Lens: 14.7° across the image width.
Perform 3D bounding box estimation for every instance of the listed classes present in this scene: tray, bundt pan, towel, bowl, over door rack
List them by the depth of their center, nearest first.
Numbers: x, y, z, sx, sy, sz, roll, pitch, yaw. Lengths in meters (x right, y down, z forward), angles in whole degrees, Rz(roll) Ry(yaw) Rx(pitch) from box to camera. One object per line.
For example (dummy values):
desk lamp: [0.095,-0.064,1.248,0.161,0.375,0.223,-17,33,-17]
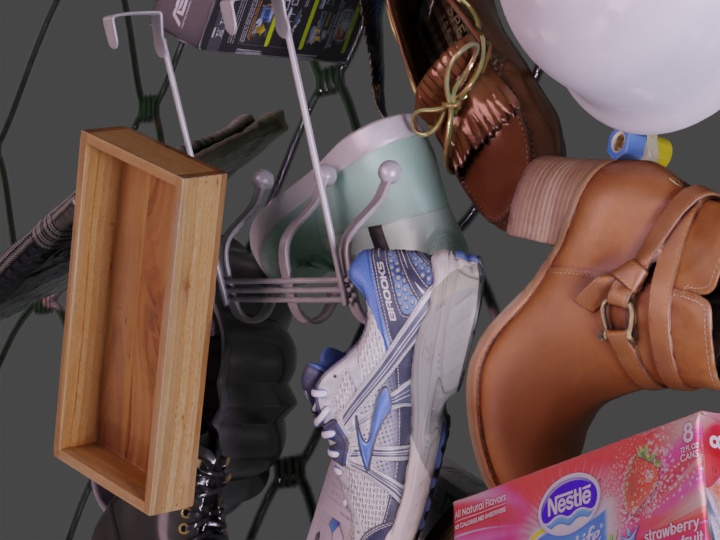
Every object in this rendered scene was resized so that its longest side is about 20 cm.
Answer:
bowl: [0.124,-0.171,1.339,0.201,0.090,0.202,-22,62,50]
over door rack: [-0.050,-0.067,1.563,0.147,0.066,0.201,-1,115,56]
tray: [-0.127,0.028,1.597,0.098,0.037,0.201,25,116,45]
bundt pan: [-0.104,0.069,1.766,0.202,0.075,0.203,-14,73,56]
towel: [-0.162,-0.036,1.807,0.192,0.200,0.035,-39,81,45]

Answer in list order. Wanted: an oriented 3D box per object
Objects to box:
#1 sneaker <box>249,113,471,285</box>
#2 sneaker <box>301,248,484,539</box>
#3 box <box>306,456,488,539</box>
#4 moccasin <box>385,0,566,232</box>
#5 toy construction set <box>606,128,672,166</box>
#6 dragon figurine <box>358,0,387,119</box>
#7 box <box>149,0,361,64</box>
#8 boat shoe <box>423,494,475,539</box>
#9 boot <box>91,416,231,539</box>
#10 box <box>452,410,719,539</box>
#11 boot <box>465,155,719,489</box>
sneaker: [0.000,0.000,1.644,0.119,0.073,0.200,67,153,12]
sneaker: [0.007,0.079,1.504,0.077,0.085,0.201,-61,-15,-79]
box: [0.010,0.199,1.601,0.144,0.036,0.201,30,104,56]
moccasin: [0.060,-0.104,1.573,0.074,0.077,0.202,-43,46,33]
toy construction set: [0.134,-0.161,1.478,0.131,0.092,0.200,-57,49,31]
dragon figurine: [0.006,-0.196,1.656,0.059,0.099,0.201,24,99,40]
box: [-0.035,-0.228,1.684,0.044,0.160,0.201,28,106,29]
boat shoe: [0.052,0.218,1.504,0.072,0.065,0.201,-140,65,-68]
boot: [-0.090,0.170,1.629,0.200,0.077,0.139,34,115,37]
box: [0.139,0.144,1.361,0.200,0.094,0.103,-26,59,51]
boot: [0.138,0.045,1.430,0.155,0.076,0.201,17,97,46]
